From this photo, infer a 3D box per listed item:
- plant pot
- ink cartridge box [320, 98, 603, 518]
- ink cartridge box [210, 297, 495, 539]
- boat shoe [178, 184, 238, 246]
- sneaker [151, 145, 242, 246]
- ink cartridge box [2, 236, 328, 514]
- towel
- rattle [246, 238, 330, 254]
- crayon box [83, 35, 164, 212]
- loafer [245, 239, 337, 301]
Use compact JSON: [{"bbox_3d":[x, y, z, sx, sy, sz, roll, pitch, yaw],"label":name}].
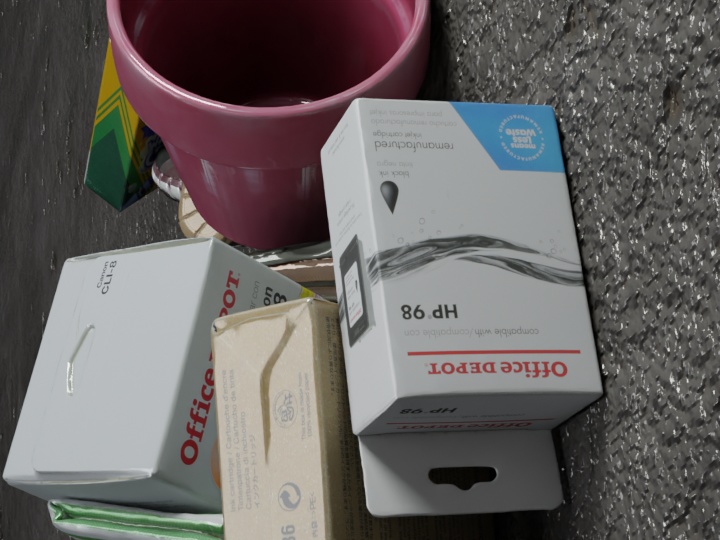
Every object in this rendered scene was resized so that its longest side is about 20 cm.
[{"bbox_3d":[-0.055,-0.116,1.120,0.180,0.198,0.201,90,168,-54],"label":"plant pot"},{"bbox_3d":[0.052,0.018,0.889,0.067,0.115,0.202,131,135,-61],"label":"ink cartridge box"},{"bbox_3d":[0.001,0.126,0.949,0.075,0.164,0.202,-13,75,33],"label":"ink cartridge box"},{"bbox_3d":[-0.079,-0.112,1.335,0.072,0.065,0.202,22,97,27],"label":"boat shoe"},{"bbox_3d":[-0.110,-0.102,1.453,0.200,0.075,0.116,38,121,54],"label":"sneaker"},{"bbox_3d":[-0.082,0.088,1.048,0.144,0.199,0.147,-8,62,44],"label":"ink cartridge box"},{"bbox_3d":[-0.071,0.174,1.026,0.152,0.200,0.024,-1,67,37],"label":"towel"},{"bbox_3d":[-0.081,-0.044,1.240,0.130,0.141,0.202,79,-176,-78],"label":"rattle"},{"bbox_3d":[-0.170,-0.160,1.526,0.051,0.126,0.201,36,136,18],"label":"crayon box"},{"bbox_3d":[-0.023,0.012,1.089,0.199,0.072,0.063,-12,89,39],"label":"loafer"}]
